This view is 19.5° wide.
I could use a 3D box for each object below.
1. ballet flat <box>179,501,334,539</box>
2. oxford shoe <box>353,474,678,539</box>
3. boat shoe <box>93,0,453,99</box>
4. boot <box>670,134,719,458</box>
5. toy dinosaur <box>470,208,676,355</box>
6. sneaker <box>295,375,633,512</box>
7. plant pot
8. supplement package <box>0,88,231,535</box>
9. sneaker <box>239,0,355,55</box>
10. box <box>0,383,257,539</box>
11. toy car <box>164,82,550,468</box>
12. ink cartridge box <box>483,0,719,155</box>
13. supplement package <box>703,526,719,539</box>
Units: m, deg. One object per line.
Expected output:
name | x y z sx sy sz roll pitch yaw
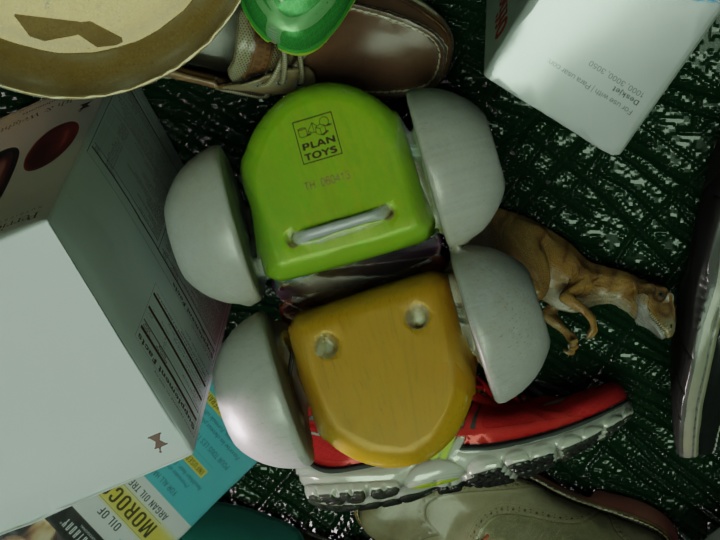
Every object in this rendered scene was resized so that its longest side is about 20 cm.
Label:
ballet flat | -0.034 0.194 1.265 0.198 0.068 0.068 14 124 -1
oxford shoe | 0.092 0.160 1.229 0.198 0.075 0.071 9 118 1
boat shoe | -0.050 -0.120 1.101 0.198 0.072 0.076 8 118 1
boot | 0.254 0.022 1.148 0.152 0.074 0.205 6 119 -2
toy dinosaur | 0.081 -0.010 1.166 0.199 0.060 0.107 33 84 -8
sneaker | 0.058 0.081 1.196 0.198 0.077 0.086 -10 78 -4
plant pot | -0.145 -0.183 1.024 0.198 0.028 0.202 -1 114 -2
supplement package | -0.188 0.022 1.114 0.190 0.200 0.148 -23 113 15
sneaker | -0.012 -0.205 1.027 0.073 0.084 0.202 21 99 -1
box | -0.145 0.131 1.199 0.200 0.049 0.082 -45 109 -8
toy car | 0.000 0.000 1.108 0.173 0.150 0.202 -17 94 4
ink cartridge box | 0.143 -0.177 1.014 0.084 0.145 0.201 28 116 -9
supplement package | 0.225 0.232 1.174 0.199 0.121 0.121 -32 118 -26
